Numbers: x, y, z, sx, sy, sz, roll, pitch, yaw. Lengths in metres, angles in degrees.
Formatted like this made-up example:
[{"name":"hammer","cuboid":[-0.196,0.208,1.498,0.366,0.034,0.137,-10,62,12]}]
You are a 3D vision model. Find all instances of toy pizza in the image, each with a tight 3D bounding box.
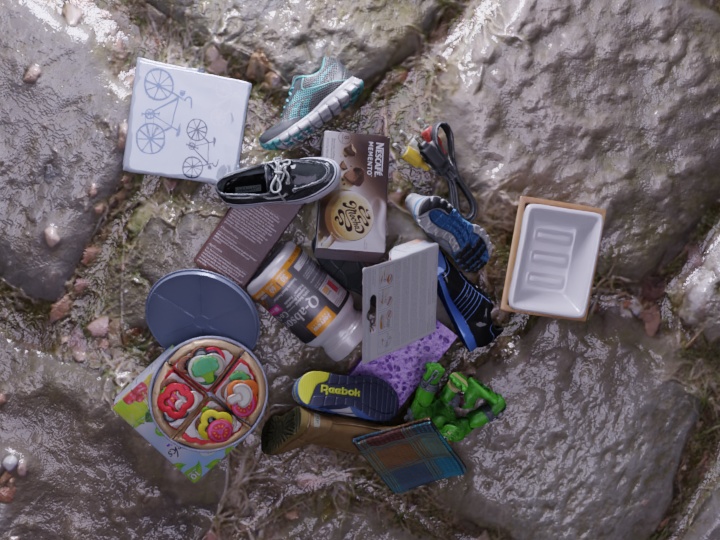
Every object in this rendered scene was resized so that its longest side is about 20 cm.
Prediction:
[{"name":"toy pizza","cuboid":[-0.266,0.079,1.505,0.199,0.032,0.201,4,122,6]},{"name":"toy pizza","cuboid":[-0.253,0.210,1.484,0.199,0.032,0.201,-2,99,-15]}]

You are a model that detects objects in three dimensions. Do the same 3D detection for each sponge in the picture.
[{"name":"sponge","cuboid":[0.067,0.159,1.575,0.111,0.030,0.200,38,94,-9]}]

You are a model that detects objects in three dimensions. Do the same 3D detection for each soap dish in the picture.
[{"name":"soap dish","cuboid":[0.331,-0.021,1.547,0.157,0.081,0.201,8,98,-7]}]

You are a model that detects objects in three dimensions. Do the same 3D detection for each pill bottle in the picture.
[{"name":"pill bottle","cuboid":[-0.085,0.055,1.501,0.200,0.116,0.116,42,93,-10]}]

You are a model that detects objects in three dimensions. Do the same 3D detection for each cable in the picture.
[{"name":"cable","cuboid":[0.146,-0.177,1.536,0.097,0.050,0.200,-46,113,-13]}]

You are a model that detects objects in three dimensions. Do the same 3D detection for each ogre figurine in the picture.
[{"name":"ogre figurine","cuboid":[0.162,0.241,1.565,0.120,0.200,0.098,-52,56,14]}]

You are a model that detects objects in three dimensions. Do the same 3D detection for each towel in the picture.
[{"name":"towel","cuboid":[0.088,0.324,1.537,0.146,0.022,0.200,-19,138,13]}]

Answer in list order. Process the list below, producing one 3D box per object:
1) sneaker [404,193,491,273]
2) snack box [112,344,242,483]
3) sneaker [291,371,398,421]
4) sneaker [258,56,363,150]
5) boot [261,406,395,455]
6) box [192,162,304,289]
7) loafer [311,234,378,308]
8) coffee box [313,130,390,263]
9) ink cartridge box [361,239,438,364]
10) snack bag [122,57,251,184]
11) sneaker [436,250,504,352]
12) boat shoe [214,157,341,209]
[{"name":"sneaker","cuboid":[0.150,-0.073,1.529,0.075,0.087,0.200,-49,124,-2]},{"name":"snack box","cuboid":[-0.305,0.248,1.533,0.142,0.053,0.200,-41,107,3]},{"name":"sneaker","cuboid":[-0.027,0.215,1.531,0.199,0.082,0.074,17,70,-23]},{"name":"sneaker","cuboid":[-0.095,-0.279,1.479,0.200,0.078,0.091,-36,85,-3]},{"name":"boot","cuboid":[-0.054,0.298,1.555,0.199,0.175,0.066,17,63,-28]},{"name":"box","cuboid":[-0.185,-0.072,1.494,0.100,0.075,0.200,36,96,-9]},{"name":"loafer","cuboid":[0.000,0.000,1.537,0.200,0.063,0.072,41,117,-6]},{"name":"coffee box","cuboid":[-0.014,-0.121,1.467,0.112,0.080,0.201,5,78,-5]},{"name":"ink cartridge box","cuboid":[0.052,0.048,1.442,0.200,0.050,0.163,-17,114,-46]},{"name":"snack bag","cuboid":[-0.287,-0.245,1.482,0.199,0.021,0.189,8,99,-6]},{"name":"sneaker","cuboid":[0.182,0.043,1.553,0.078,0.070,0.201,-27,107,-5]},{"name":"boat shoe","cuboid":[-0.132,-0.145,1.405,0.198,0.068,0.074,-5,79,8]}]
